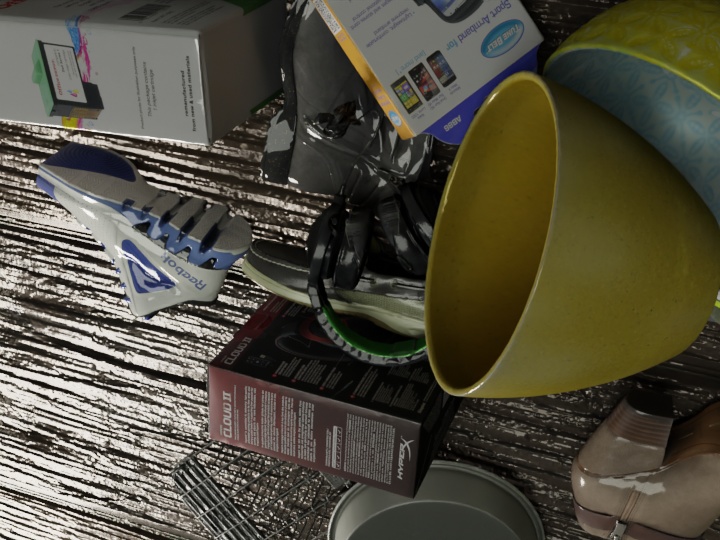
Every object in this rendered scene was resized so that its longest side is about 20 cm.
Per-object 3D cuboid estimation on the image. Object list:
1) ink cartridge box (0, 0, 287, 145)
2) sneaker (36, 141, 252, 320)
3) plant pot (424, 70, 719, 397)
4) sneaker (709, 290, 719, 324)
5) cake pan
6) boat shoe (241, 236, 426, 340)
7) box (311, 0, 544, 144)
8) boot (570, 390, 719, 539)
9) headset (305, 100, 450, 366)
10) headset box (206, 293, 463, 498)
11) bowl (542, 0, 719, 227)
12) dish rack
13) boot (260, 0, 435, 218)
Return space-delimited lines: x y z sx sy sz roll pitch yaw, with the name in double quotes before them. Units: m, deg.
"ink cartridge box" -0.172 -0.166 0.813 0.197 0.145 0.085 9 119 19
"sneaker" -0.199 -0.021 0.937 0.197 0.081 0.116 26 120 7
"plant pot" 0.140 -0.008 0.676 0.140 0.201 0.202 13 124 -15
"sneaker" 0.211 0.005 0.787 0.198 0.074 0.082 26 130 18
"cake pan" 0.067 0.257 0.955 0.197 0.037 0.203 2 122 3
"boat shoe" 0.000 0.000 0.873 0.198 0.072 0.067 18 111 13
"box" 0.037 -0.188 0.738 0.118 0.041 0.201 -36 102 -8
"boot" 0.268 0.175 0.850 0.198 0.070 0.148 18 127 16
"headset" 0.011 -0.023 0.784 0.122 0.094 0.203 -11 103 11
"headset box" -0.024 0.089 0.876 0.197 0.149 0.076 13 120 16
"bowl" 0.226 -0.112 0.677 0.199 0.200 0.108 38 81 2
"dish rack" -0.084 0.199 1.017 0.199 0.055 0.154 -37 95 35
"boot" 0.004 -0.136 0.810 0.130 0.070 0.202 18 128 6
